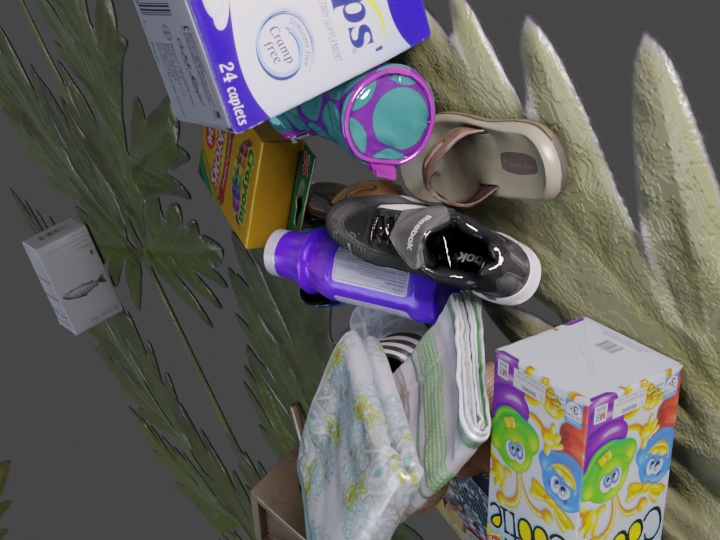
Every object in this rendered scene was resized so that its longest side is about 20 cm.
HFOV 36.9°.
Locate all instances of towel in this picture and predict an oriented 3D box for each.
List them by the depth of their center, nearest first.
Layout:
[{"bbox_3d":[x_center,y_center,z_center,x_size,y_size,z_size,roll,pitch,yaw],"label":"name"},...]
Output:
[{"bbox_3d":[0.052,0.128,0.947,0.200,0.030,0.150,125,154,-45],"label":"towel"},{"bbox_3d":[-0.009,0.177,0.985,0.201,0.048,0.172,-109,34,-52],"label":"towel"}]

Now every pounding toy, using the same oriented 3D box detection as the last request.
[{"bbox_3d":[-0.073,0.343,1.597,0.199,0.142,0.185,35,148,24],"label":"pounding toy"}]

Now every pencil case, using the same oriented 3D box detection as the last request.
[{"bbox_3d":[-0.016,-0.143,0.939,0.200,0.084,0.093,30,109,60],"label":"pencil case"}]

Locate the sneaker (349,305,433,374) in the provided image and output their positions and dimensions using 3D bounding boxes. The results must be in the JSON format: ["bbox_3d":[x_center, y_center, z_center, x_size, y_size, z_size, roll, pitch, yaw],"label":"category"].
[{"bbox_3d":[0.012,0.073,1.114,0.200,0.115,0.076,-3,115,64],"label":"sneaker"}]

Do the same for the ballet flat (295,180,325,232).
[{"bbox_3d":[-0.078,-0.067,1.201,0.200,0.067,0.069,-17,93,65],"label":"ballet flat"}]

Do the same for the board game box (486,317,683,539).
[{"bbox_3d":[0.172,0.158,0.854,0.105,0.102,0.202,28,126,49],"label":"board game box"}]

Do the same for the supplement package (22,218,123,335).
[{"bbox_3d":[-0.595,0.011,2.237,0.117,0.116,0.202,18,133,56],"label":"supplement package"}]

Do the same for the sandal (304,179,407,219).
[{"bbox_3d":[0.012,-0.065,1.035,0.200,0.081,0.055,32,119,55],"label":"sandal"}]

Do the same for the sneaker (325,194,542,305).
[{"bbox_3d":[0.050,-0.028,0.899,0.198,0.067,0.090,20,177,25],"label":"sneaker"}]

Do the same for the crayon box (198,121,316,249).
[{"bbox_3d":[-0.113,-0.112,1.139,0.200,0.050,0.128,52,138,47],"label":"crayon box"}]

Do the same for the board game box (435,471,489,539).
[{"bbox_3d":[0.096,0.217,1.212,0.200,0.034,0.136,49,154,23],"label":"board game box"}]

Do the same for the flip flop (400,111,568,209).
[{"bbox_3d":[0.086,-0.080,0.868,0.199,0.057,0.082,14,129,59],"label":"flip flop"}]

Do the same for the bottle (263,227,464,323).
[{"bbox_3d":[0.000,0.000,1.025,0.198,0.083,0.066,13,99,31],"label":"bottle"}]

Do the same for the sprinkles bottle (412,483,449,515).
[{"bbox_3d":[0.025,0.165,1.108,0.200,0.068,0.069,-126,18,-58],"label":"sprinkles bottle"}]

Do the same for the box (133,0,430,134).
[{"bbox_3d":[-0.069,-0.232,0.827,0.105,0.199,0.185,20,135,52],"label":"box"}]

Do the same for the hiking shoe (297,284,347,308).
[{"bbox_3d":[-0.041,0.001,1.174,0.075,0.086,0.200,62,156,-5],"label":"hiking shoe"}]

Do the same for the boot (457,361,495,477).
[{"bbox_3d":[0.152,0.191,1.032,0.155,0.074,0.201,43,156,21],"label":"boot"}]
